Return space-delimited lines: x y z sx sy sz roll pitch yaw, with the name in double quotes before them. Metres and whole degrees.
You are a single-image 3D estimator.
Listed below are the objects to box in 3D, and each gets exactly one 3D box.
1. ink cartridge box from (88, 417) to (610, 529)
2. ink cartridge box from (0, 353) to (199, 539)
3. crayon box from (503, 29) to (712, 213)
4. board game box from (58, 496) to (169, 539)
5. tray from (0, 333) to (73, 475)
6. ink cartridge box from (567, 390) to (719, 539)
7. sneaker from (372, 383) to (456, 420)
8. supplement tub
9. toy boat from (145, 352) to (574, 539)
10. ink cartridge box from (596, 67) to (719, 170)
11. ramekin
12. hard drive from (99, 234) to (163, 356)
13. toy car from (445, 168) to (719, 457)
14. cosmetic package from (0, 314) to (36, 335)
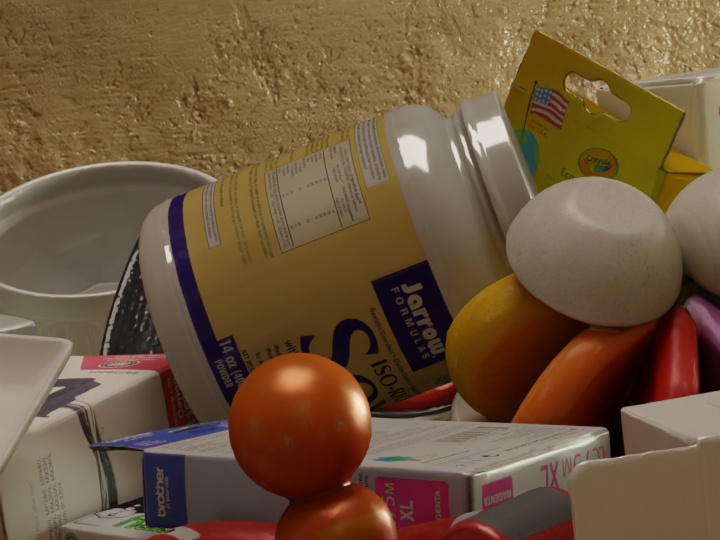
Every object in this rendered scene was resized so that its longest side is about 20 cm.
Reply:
"ink cartridge box" -0.006 0.089 0.852 0.199 0.042 0.119 2 5 35
"ink cartridge box" -0.186 0.104 1.007 0.144 0.085 0.200 -3 9 25
"crayon box" 0.119 -0.018 1.096 0.051 0.201 0.127 1 26 -41
"board game box" -0.026 0.125 0.906 0.200 0.035 0.126 0 11 41
"tray" -0.207 0.108 0.860 0.107 0.022 0.200 4 50 30
"ink cartridge box" 0.157 0.096 0.661 0.199 0.117 0.068 -8 8 -13
"sneaker" 0.005 0.056 1.205 0.199 0.085 0.077 -5 8 11
"supplement tub" 0.000 0.000 1.029 0.199 0.146 0.145 -21 6 8
"toy boat" -0.012 0.094 0.703 0.200 0.131 0.130 -18 -2 40
"ink cartridge box" 0.223 -0.019 1.144 0.145 0.201 0.084 -12 9 -36
"ramekin" -0.180 0.012 1.419 0.199 0.105 0.200 -4 31 2
"hard drive" -0.091 0.041 1.168 0.134 0.042 0.200 -5 44 13
"toy car" 0.146 0.054 0.928 0.199 0.175 0.150 -5 43 -22
"cosmetic package" -0.259 0.077 1.212 0.074 0.102 0.200 -12 11 -31
